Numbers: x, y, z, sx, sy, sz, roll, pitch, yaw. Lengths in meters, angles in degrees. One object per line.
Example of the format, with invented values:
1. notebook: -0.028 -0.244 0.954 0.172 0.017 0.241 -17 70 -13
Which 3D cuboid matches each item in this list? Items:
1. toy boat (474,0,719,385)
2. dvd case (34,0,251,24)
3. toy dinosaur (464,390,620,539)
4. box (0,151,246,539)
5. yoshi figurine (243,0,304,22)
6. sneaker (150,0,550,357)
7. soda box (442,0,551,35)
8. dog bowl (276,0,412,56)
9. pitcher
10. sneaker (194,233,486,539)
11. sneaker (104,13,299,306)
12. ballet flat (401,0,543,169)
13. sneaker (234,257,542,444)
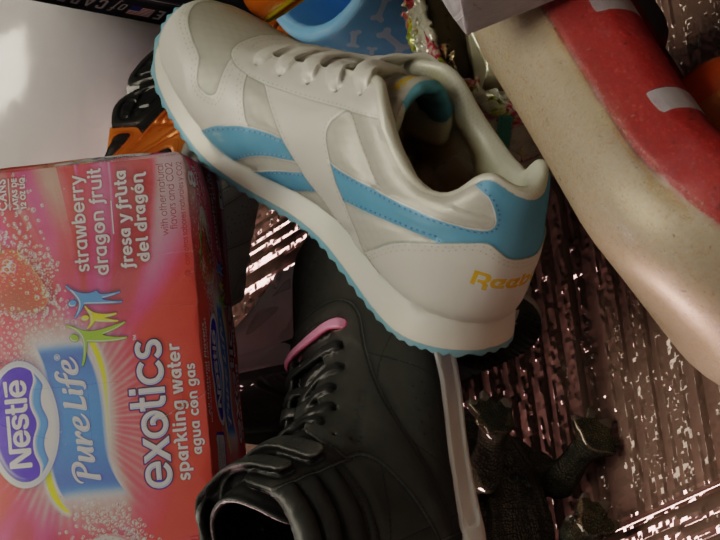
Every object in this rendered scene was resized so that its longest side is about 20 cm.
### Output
1. toy boat: 0.135 -0.054 0.998 0.130 0.131 0.201 -34 50 8
2. dvd case: -0.116 -0.211 1.322 0.025 0.150 0.201 -37 54 48
3. toy dinosaur: 0.054 0.113 1.101 0.102 0.077 0.201 -52 48 49
4. box: -0.098 0.059 1.112 0.100 0.095 0.201 31 -127 -84
5. yoshi figurine: -0.068 -0.196 1.110 0.112 0.112 0.201 -28 94 14
6. sneaker: -0.002 -0.055 1.090 0.200 0.076 0.081 40 126 29
7. soda box: 0.109 -0.158 0.975 0.068 0.199 0.064 76 168 -49
8. dog bowl: -0.009 -0.177 1.255 0.111 0.049 0.201 -46 49 37
9. pitcher: -0.128 -0.046 1.332 0.171 0.121 0.201 16 104 51
10. sneaker: -0.016 0.061 1.063 0.071 0.099 0.201 -42 50 40
11. sneaker: -0.074 -0.032 1.258 0.075 0.092 0.200 5 47 37
12. ballet flat: 0.047 -0.130 1.139 0.064 0.075 0.201 102 158 -62
13. sneaker: 0.000 0.000 1.199 0.200 0.075 0.116 -25 53 41
